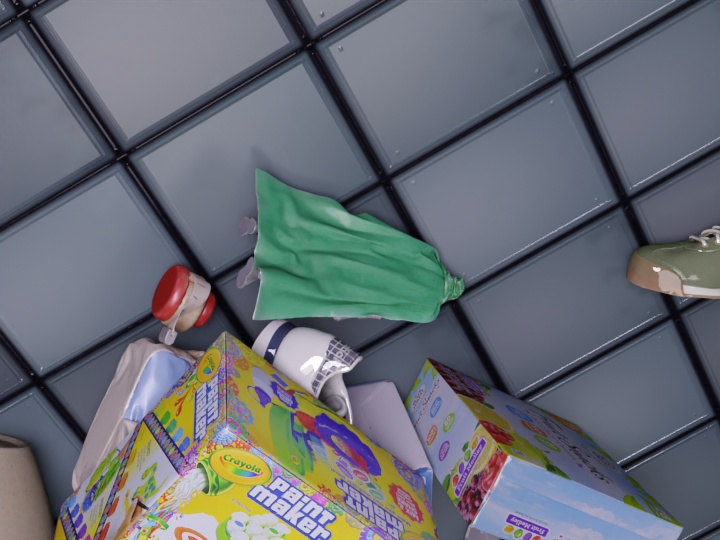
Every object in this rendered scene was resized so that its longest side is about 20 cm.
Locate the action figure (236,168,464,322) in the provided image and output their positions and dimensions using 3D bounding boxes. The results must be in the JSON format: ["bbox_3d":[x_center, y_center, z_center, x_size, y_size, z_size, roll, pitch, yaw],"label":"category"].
[{"bbox_3d":[0.000,0.000,0.872,0.198,0.055,0.120,12,70,-29],"label":"action figure"}]

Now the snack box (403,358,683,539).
[{"bbox_3d":[0.137,0.161,0.901,0.167,0.200,0.068,25,100,-19],"label":"snack box"}]

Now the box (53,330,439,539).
[{"bbox_3d":[-0.079,0.190,0.771,0.200,0.122,0.193,39,106,-22],"label":"box"}]

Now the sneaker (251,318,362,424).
[{"bbox_3d":[-0.051,0.139,0.852,0.080,0.076,0.202,16,116,15],"label":"sneaker"}]

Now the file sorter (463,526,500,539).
[{"bbox_3d":[0.152,0.349,1.034,0.123,0.139,0.202,7,114,-15],"label":"file sorter"}]

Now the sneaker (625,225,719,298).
[{"bbox_3d":[0.321,-0.025,0.925,0.197,0.067,0.091,5,107,-12],"label":"sneaker"}]

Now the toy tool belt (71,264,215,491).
[{"bbox_3d":[-0.137,0.111,0.887,0.122,0.124,0.202,27,81,-28],"label":"toy tool belt"}]

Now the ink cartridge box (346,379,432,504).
[{"bbox_3d":[0.008,0.217,0.943,0.075,0.137,0.202,-7,117,-10],"label":"ink cartridge box"}]

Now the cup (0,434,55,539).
[{"bbox_3d":[-0.322,0.200,0.868,0.198,0.200,0.145,12,86,-15],"label":"cup"}]
